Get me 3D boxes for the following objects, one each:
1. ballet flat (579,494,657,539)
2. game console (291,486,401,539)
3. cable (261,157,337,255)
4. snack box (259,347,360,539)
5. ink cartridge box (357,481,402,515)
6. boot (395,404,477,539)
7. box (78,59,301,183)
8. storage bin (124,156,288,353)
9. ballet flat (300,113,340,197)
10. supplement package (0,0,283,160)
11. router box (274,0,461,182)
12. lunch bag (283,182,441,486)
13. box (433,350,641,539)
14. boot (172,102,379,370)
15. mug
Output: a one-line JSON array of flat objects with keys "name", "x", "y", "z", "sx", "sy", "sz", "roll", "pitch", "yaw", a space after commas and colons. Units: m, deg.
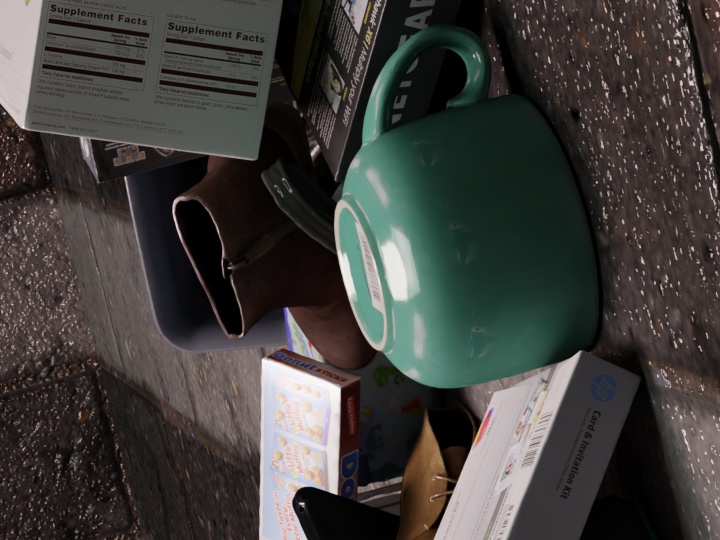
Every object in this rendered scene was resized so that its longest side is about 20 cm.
[{"name": "ballet flat", "x": 0.152, "y": 0.192, "z": 1.392, "sx": 0.200, "sy": 0.073, "sz": 0.073, "roll": -124, "pitch": 22, "yaw": -54}, {"name": "game console", "x": 0.049, "y": 0.234, "z": 1.719, "sx": 0.177, "sy": 0.031, "sz": 0.200, "roll": 28, "pitch": -155, "yaw": -42}, {"name": "cable", "x": 0.000, "y": 0.000, "z": 1.659, "sx": 0.200, "sy": 0.050, "sz": 0.097, "roll": 26, "pitch": -143, "yaw": -49}, {"name": "snack box", "x": -0.036, "y": 0.157, "z": 1.795, "sx": 0.072, "sy": 0.024, "sz": 0.201, "roll": 19, "pitch": 118, "yaw": 37}, {"name": "ink cartridge box", "x": 0.012, "y": 0.218, "z": 1.907, "sx": 0.200, "sy": 0.116, "sz": 0.068, "roll": 104, "pitch": 149, "yaw": -65}, {"name": "boot", "x": 0.056, "y": 0.158, "z": 1.714, "sx": 0.200, "sy": 0.073, "sz": 0.076, "roll": -100, "pitch": 13, "yaw": -61}, {"name": "box", "x": -0.099, "y": -0.160, "z": 1.756, "sx": 0.044, "sy": 0.199, "sz": 0.161, "roll": -126, "pitch": 23, "yaw": -57}, {"name": "storage bin", "x": -0.088, "y": -0.059, "z": 2.020, "sx": 0.134, "sy": 0.145, "sz": 0.201, "roll": -67, "pitch": -31, "yaw": -65}, {"name": "ballet flat", "x": -0.034, "y": -0.087, "z": 1.745, "sx": 0.201, "sy": 0.057, "sz": 0.067, "roll": -64, "pitch": 25, "yaw": 23}, {"name": "supplement package", "x": -0.134, "y": -0.186, "z": 1.595, "sx": 0.191, "sy": 0.146, "sz": 0.201, "roll": -146, "pitch": 64, "yaw": -72}, {"name": "router box", "x": 0.001, "y": -0.178, "z": 1.554, "sx": 0.200, "sy": 0.052, "sz": 0.158, "roll": 107, "pitch": 148, "yaw": -44}, {"name": "lunch bag", "x": -0.005, "y": 0.042, "z": 1.862, "sx": 0.161, "sy": 0.082, "sz": 0.201, "roll": -124, "pitch": 24, "yaw": -62}, {"name": "box", "x": 0.085, "y": 0.134, "z": 1.474, "sx": 0.200, "sy": 0.041, "sz": 0.156, "roll": 143, "pitch": 151, "yaw": -75}, {"name": "boot", "x": -0.055, "y": 0.006, "z": 1.672, "sx": 0.201, "sy": 0.072, "sz": 0.166, "roll": 70, "pitch": -153, "yaw": -21}, {"name": "mug", "x": 0.047, "y": -0.024, "z": 1.483, "sx": 0.152, "sy": 0.114, "sz": 0.186, "roll": 94, "pitch": 157, "yaw": -55}]
